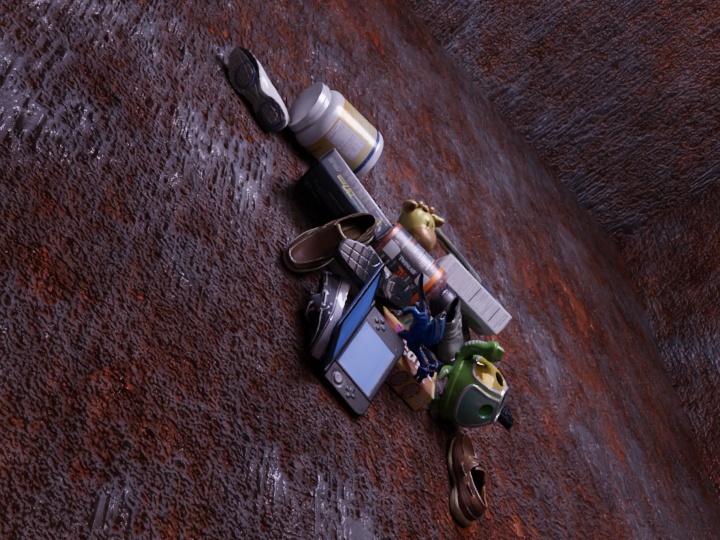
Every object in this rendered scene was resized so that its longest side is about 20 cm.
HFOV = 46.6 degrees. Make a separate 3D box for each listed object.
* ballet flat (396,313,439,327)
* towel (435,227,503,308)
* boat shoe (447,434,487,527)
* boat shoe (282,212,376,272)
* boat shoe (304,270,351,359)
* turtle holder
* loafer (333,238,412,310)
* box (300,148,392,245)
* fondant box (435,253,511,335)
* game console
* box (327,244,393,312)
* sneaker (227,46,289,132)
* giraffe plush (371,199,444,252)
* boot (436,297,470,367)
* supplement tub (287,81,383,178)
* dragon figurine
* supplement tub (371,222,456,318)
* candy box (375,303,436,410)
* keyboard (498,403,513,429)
[{"bbox_3d":[0.144,0.109,1.829,0.072,0.071,0.199,59,25,10],"label":"ballet flat"},{"bbox_3d":[0.252,0.006,1.986,0.193,0.034,0.201,47,7,-39],"label":"towel"},{"bbox_3d":[0.213,0.394,1.604,0.072,0.067,0.201,43,28,-24],"label":"boat shoe"},{"bbox_3d":[-0.054,-0.062,1.572,0.201,0.075,0.075,-27,79,-30],"label":"boat shoe"},{"bbox_3d":[-0.070,0.073,1.494,0.067,0.072,0.202,25,43,-7],"label":"boat shoe"},{"bbox_3d":[0.232,0.228,1.690,0.130,0.188,0.141,23,-1,18],"label":"turtle holder"},{"bbox_3d":[0.011,0.014,1.580,0.200,0.072,0.074,44,57,-31],"label":"loafer"},{"bbox_3d":[-0.033,-0.140,1.727,0.051,0.157,0.201,-39,96,-20],"label":"box"},{"bbox_3d":[0.237,0.059,1.903,0.200,0.058,0.144,47,-10,-3],"label":"fondant box"},{"bbox_3d":[0.018,0.121,1.466,0.171,0.118,0.200,50,46,-12],"label":"game console"},{"bbox_3d":[0.000,0.000,1.688,0.201,0.082,0.068,54,26,-7],"label":"box"},{"bbox_3d":[-0.219,-0.386,1.799,0.202,0.074,0.087,62,13,-2],"label":"sneaker"},{"bbox_3d":[0.106,-0.071,1.862,0.202,0.161,0.172,60,26,9],"label":"giraffe plush"},{"bbox_3d":[0.210,0.117,1.855,0.200,0.066,0.133,-58,153,-62],"label":"boot"},{"bbox_3d":[-0.059,-0.311,1.882,0.199,0.144,0.146,40,29,-29],"label":"supplement tub"},{"bbox_3d":[0.126,0.109,1.585,0.098,0.203,0.059,22,13,24],"label":"dragon figurine"},{"bbox_3d":[0.109,0.005,1.749,0.200,0.107,0.107,45,26,0],"label":"supplement tub"},{"bbox_3d":[0.068,0.163,1.640,0.200,0.056,0.117,46,27,-16],"label":"candy box"},{"bbox_3d":[0.298,0.286,1.919,0.200,0.039,0.105,44,27,-22],"label":"keyboard"}]
